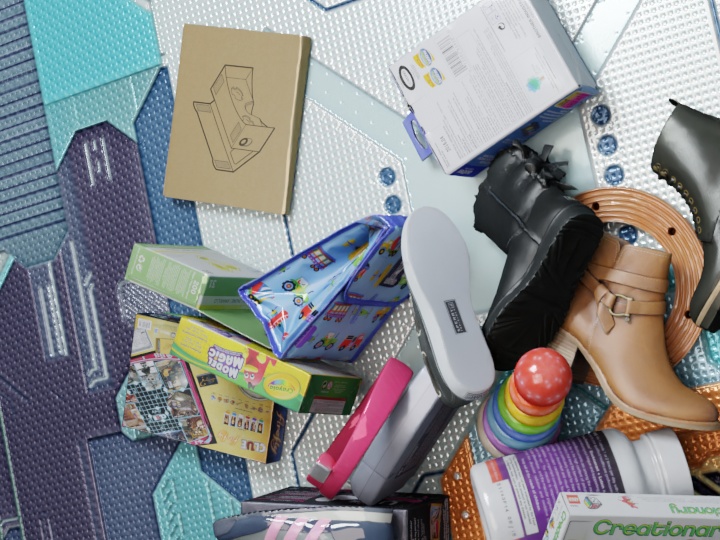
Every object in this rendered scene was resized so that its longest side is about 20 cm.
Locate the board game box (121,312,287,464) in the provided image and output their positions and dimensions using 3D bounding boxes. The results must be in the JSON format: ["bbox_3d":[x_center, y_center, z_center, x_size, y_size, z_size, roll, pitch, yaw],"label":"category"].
[{"bbox_3d":[-0.175,0.132,1.742,0.199,0.035,0.136,11,96,26],"label":"board game box"}]

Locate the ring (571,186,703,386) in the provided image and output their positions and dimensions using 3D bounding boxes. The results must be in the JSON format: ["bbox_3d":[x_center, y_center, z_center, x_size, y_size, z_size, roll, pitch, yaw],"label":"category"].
[{"bbox_3d":[0.254,0.016,1.531,0.199,0.019,0.202,1,92,28],"label":"ring"}]

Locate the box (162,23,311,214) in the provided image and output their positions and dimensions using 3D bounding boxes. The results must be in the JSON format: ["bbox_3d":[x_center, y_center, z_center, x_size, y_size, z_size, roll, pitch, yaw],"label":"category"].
[{"bbox_3d":[-0.140,-0.173,1.727,0.163,0.021,0.201,10,95,27],"label":"box"}]

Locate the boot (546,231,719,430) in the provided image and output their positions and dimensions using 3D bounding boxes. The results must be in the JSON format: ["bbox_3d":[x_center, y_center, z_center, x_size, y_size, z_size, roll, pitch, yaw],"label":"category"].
[{"bbox_3d":[0.277,0.057,1.478,0.199,0.077,0.156,26,99,32],"label":"boot"}]

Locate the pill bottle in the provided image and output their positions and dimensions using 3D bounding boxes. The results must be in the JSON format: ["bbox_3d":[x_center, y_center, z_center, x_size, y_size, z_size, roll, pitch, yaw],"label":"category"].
[{"bbox_3d":[0.214,0.217,1.475,0.199,0.111,0.112,-15,83,0],"label":"pill bottle"}]

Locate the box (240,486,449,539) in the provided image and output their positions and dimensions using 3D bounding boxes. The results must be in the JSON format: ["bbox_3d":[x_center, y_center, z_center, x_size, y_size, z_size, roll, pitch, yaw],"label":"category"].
[{"bbox_3d":[-0.017,0.305,1.620,0.199,0.115,0.133,-1,90,27],"label":"box"}]

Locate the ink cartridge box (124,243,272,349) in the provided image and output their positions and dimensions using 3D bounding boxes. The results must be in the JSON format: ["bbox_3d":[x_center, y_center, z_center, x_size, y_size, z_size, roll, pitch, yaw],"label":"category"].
[{"bbox_3d":[-0.136,0.026,1.658,0.199,0.145,0.048,22,99,25],"label":"ink cartridge box"}]

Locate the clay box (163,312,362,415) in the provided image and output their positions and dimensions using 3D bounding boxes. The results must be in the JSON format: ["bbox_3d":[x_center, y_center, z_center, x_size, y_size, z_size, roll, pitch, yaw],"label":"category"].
[{"bbox_3d":[-0.111,0.097,1.622,0.199,0.115,0.048,20,94,29],"label":"clay box"}]

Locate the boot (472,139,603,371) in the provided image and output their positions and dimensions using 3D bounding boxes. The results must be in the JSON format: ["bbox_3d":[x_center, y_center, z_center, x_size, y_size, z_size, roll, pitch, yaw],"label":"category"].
[{"bbox_3d":[0.153,-0.021,1.515,0.199,0.073,0.163,-62,31,19],"label":"boot"}]

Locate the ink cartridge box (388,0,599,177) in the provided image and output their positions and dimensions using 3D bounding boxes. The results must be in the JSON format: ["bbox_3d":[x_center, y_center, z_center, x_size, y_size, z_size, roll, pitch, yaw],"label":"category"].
[{"bbox_3d":[0.122,-0.187,1.562,0.199,0.076,0.137,-33,76,22],"label":"ink cartridge box"}]

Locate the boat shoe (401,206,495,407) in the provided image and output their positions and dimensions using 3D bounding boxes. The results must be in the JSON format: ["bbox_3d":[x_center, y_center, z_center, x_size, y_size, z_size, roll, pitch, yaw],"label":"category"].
[{"bbox_3d":[0.075,0.037,1.477,0.057,0.068,0.201,-47,51,55],"label":"boat shoe"}]

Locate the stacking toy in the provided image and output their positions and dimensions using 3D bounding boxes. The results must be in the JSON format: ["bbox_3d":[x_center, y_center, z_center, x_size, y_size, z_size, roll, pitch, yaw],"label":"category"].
[{"bbox_3d":[0.167,0.124,1.475,0.085,0.200,0.086,2,68,-4],"label":"stacking toy"}]

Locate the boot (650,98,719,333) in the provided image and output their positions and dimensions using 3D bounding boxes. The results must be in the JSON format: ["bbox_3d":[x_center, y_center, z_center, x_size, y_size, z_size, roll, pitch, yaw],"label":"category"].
[{"bbox_3d":[0.324,-0.054,1.464,0.138,0.077,0.201,24,88,22],"label":"boot"}]

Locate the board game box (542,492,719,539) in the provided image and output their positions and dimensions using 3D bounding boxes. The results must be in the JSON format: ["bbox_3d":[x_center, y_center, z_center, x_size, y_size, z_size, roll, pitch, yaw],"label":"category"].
[{"bbox_3d":[0.266,0.265,1.429,0.035,0.199,0.127,-106,24,-53],"label":"board game box"}]

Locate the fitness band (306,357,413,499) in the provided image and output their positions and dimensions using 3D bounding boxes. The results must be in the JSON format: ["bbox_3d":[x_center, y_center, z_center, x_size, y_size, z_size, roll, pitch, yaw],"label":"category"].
[{"bbox_3d":[0.001,0.162,1.568,0.037,0.200,0.144,35,71,3],"label":"fitness band"}]

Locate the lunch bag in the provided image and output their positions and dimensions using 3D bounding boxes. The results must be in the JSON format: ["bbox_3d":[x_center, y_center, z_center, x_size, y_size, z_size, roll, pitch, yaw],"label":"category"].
[{"bbox_3d":[0.000,0.000,1.584,0.200,0.150,0.094,-41,67,20],"label":"lunch bag"}]

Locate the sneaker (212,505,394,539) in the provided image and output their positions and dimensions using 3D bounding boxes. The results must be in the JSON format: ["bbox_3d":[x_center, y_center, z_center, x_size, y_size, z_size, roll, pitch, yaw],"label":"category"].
[{"bbox_3d":[-0.061,0.280,1.537,0.199,0.070,0.083,-7,80,26],"label":"sneaker"}]

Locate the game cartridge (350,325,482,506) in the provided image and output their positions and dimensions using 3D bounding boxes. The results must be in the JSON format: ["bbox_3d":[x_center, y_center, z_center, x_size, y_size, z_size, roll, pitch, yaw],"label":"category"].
[{"bbox_3d":[0.065,0.147,1.565,0.041,0.133,0.201,35,106,12],"label":"game cartridge"}]
